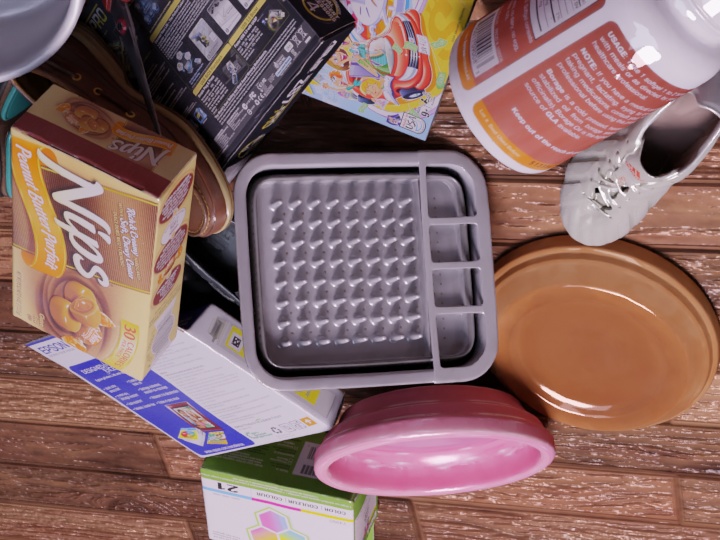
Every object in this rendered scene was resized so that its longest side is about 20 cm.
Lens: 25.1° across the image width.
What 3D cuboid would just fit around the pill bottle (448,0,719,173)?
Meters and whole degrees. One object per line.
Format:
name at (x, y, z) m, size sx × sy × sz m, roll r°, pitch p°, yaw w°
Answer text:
pill bottle at (0.162, -0.151, 1.037) m, size 0.200 × 0.112 × 0.112 m, roll -28°, pitch 116°, yaw 38°

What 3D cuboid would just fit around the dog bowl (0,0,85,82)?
dog bowl at (-0.274, -0.226, 1.076) m, size 0.199 × 0.079 × 0.201 m, roll 4°, pitch 132°, yaw 4°

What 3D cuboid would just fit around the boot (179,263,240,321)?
boot at (-0.072, 0.000, 1.290) m, size 0.157 × 0.080 × 0.211 m, roll -20°, pitch 132°, yaw 42°

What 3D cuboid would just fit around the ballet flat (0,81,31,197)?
ballet flat at (-0.281, -0.135, 1.266) m, size 0.068 × 0.068 × 0.200 m, roll 34°, pitch 135°, yaw 8°

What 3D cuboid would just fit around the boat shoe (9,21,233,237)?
boat shoe at (-0.174, -0.092, 1.151) m, size 0.200 × 0.067 × 0.072 m, roll 45°, pitch 135°, yaw 12°

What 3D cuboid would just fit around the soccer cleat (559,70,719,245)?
soccer cleat at (0.193, -0.076, 1.117) m, size 0.069 × 0.078 × 0.200 m, roll 29°, pitch 135°, yaw -6°

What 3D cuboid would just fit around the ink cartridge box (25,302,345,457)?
ink cartridge box at (-0.147, 0.081, 1.338) m, size 0.200 × 0.047 × 0.197 m, roll 39°, pitch 148°, yaw -25°

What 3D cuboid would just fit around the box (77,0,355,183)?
box at (-0.113, -0.165, 1.140) m, size 0.161 × 0.049 × 0.200 m, roll 48°, pitch 134°, yaw 6°

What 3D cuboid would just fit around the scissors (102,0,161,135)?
scissors at (-0.170, -0.181, 1.129) m, size 0.073 × 0.014 × 0.201 m, roll -7°, pitch 94°, yaw 48°

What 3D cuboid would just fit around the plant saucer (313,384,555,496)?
plant saucer at (0.060, 0.140, 1.340) m, size 0.199 × 0.051 × 0.201 m, roll -2°, pitch 158°, yaw -1°

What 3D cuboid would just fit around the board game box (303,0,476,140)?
board game box at (0.013, -0.194, 1.112) m, size 0.134 × 0.034 × 0.200 m, roll 21°, pitch 135°, yaw 3°

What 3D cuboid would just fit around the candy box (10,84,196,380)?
candy box at (-0.183, -0.022, 1.133) m, size 0.115 × 0.055 × 0.200 m, roll 25°, pitch 139°, yaw 10°

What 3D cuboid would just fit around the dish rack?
dish rack at (0.000, 0.000, 1.185) m, size 0.199 × 0.173 × 0.044 m, roll -2°, pitch 175°, yaw -22°

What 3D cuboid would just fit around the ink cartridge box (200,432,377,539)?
ink cartridge box at (-0.063, 0.240, 1.511) m, size 0.147 × 0.076 × 0.201 m, roll 10°, pitch 132°, yaw 13°

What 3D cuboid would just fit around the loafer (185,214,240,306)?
loafer at (-0.072, 0.007, 1.215) m, size 0.200 × 0.070 × 0.068 m, roll 36°, pitch 103°, yaw 1°

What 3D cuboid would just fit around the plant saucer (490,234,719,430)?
plant saucer at (0.183, 0.059, 1.275) m, size 0.199 × 0.038 × 0.201 m, roll 11°, pitch 133°, yaw 12°
